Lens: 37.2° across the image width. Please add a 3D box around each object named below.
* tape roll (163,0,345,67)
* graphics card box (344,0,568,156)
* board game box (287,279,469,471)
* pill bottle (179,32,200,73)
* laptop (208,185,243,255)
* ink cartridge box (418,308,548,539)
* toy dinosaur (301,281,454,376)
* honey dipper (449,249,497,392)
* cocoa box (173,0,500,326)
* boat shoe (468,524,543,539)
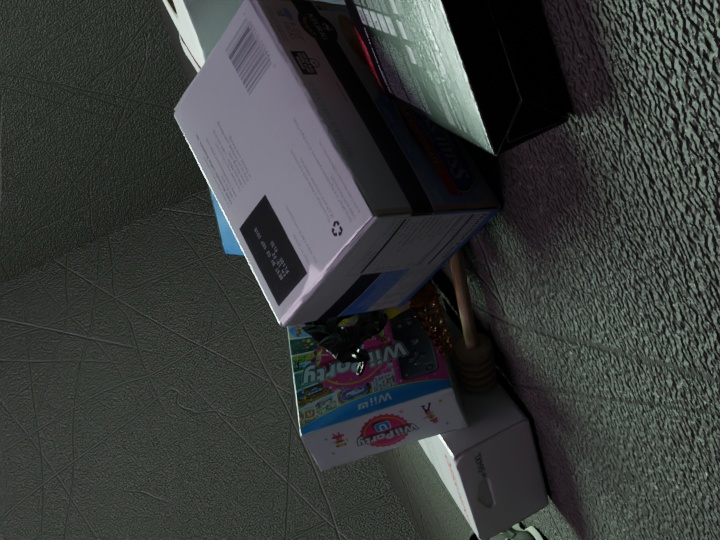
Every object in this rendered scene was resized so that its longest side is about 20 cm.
[{"bbox_3d":[-0.108,-0.281,0.860,0.203,0.139,0.203,63,173,15],"label":"tape roll"},{"bbox_3d":[0.040,-0.149,0.616,0.126,0.051,0.200,67,173,-23],"label":"graphics card box"},{"bbox_3d":[0.010,0.080,1.037,0.200,0.147,0.064,-102,-9,-47],"label":"board game box"},{"bbox_3d":[-0.153,-0.276,1.292,0.200,0.114,0.114,56,170,48],"label":"pill bottle"},{"bbox_3d":[-0.094,-0.012,1.391,0.200,0.116,0.187,59,167,23],"label":"laptop"},{"bbox_3d":[0.100,0.149,1.083,0.200,0.084,0.146,55,169,48],"label":"ink cartridge box"},{"bbox_3d":[0.008,0.011,0.912,0.200,0.136,0.102,41,176,-2],"label":"toy dinosaur"},{"bbox_3d":[0.094,0.030,0.940,0.038,0.038,0.200,-123,15,-46],"label":"honey dipper"},{"bbox_3d":[-0.021,-0.082,0.783,0.133,0.131,0.200,-47,62,39],"label":"cocoa box"},{"bbox_3d":[0.177,0.335,1.250,0.201,0.060,0.072,154,101,-82],"label":"boat shoe"}]
